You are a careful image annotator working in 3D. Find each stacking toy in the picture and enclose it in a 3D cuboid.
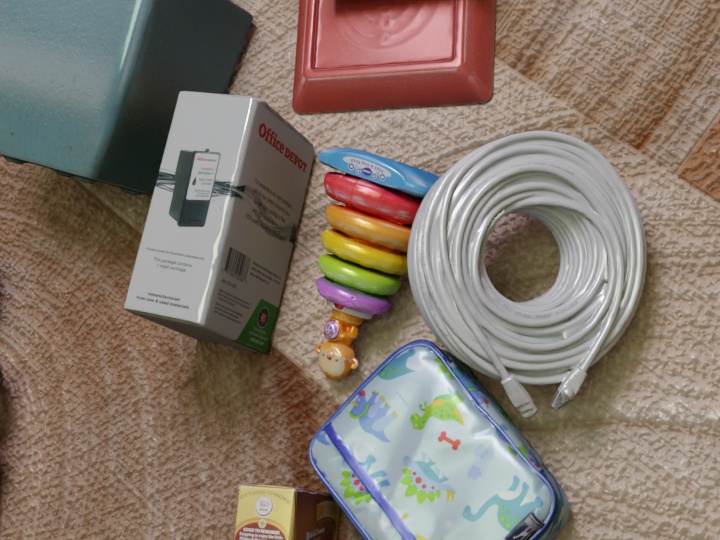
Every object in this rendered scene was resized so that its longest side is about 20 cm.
[{"bbox_3d":[0.000,0.000,1.077,0.115,0.109,0.202,21,97,25],"label":"stacking toy"}]

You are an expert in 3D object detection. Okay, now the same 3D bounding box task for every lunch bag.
[{"bbox_3d":[0.062,0.175,1.017,0.160,0.082,0.201,-41,67,9],"label":"lunch bag"}]

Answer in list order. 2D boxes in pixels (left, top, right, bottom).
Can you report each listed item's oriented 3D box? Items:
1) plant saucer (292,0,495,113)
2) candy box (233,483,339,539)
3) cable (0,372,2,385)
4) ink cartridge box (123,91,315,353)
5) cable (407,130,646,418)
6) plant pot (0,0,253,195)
[{"bbox_3d":[0.027,-0.254,1.150,0.197,0.037,0.203,-1,77,19],"label":"plant saucer"},{"bbox_3d":[-0.067,0.283,1.015,0.056,0.117,0.203,0,78,19],"label":"candy box"},{"bbox_3d":[-0.439,0.107,1.163,0.197,0.163,0.052,0,99,11],"label":"cable"},{"bbox_3d":[-0.121,-0.041,1.093,0.082,0.147,0.203,10,80,21],"label":"ink cartridge box"},{"bbox_3d":[0.137,-0.009,1.000,0.200,0.069,0.200,-45,97,-9],"label":"cable"},{"bbox_3d":[-0.244,-0.183,1.150,0.194,0.196,0.203,14,91,21],"label":"plant pot"}]
